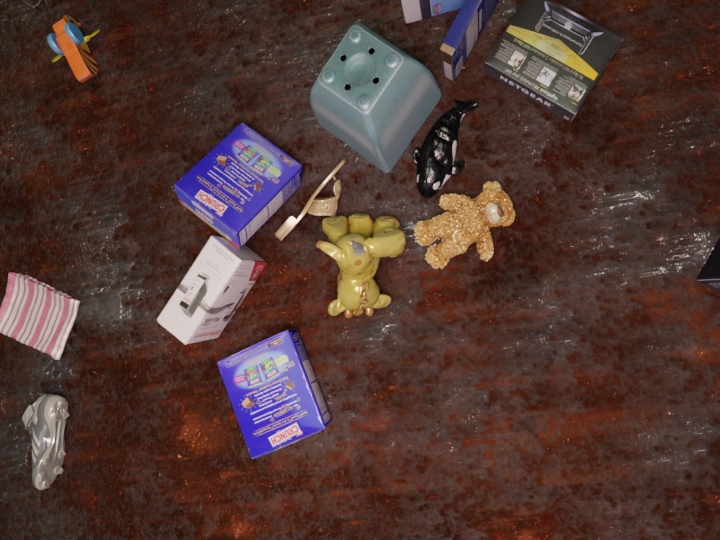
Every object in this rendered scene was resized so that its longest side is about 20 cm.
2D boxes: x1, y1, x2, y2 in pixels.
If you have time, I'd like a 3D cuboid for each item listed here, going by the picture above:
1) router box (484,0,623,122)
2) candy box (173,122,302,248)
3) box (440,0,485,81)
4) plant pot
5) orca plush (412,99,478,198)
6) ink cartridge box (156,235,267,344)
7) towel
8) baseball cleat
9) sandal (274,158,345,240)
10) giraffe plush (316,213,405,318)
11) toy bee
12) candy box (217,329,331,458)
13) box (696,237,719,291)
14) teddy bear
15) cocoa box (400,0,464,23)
[{"bbox_3d":[0.358,-0.403,0.987,0.198,0.052,0.159,35,95,11],"label":"router box"},{"bbox_3d":[-0.241,-0.172,1.056,0.168,0.077,0.201,36,66,11],"label":"candy box"},{"bbox_3d":[0.213,-0.474,0.988,0.032,0.121,0.202,31,94,12],"label":"box"},{"bbox_3d":[0.017,-0.339,0.984,0.195,0.200,0.198,37,95,12],"label":"plant pot"},{"bbox_3d":[0.163,-0.241,1.013,0.105,0.071,0.201,38,95,11],"label":"orca plush"},{"bbox_3d":[-0.294,0.041,1.062,0.082,0.147,0.202,36,96,10],"label":"ink cartridge box"},{"bbox_3d":[-0.754,0.104,1.218,0.197,0.030,0.149,21,93,12],"label":"towel"},{"bbox_3d":[-0.716,0.381,1.186,0.104,0.070,0.205,5,79,19],"label":"baseball cleat"},{"bbox_3d":[-0.082,-0.126,1.072,0.070,0.078,0.212,43,103,-9],"label":"sandal"},{"bbox_3d":[0.000,0.000,1.008,0.169,0.201,0.165,5,118,9],"label":"giraffe plush"},{"bbox_3d":[-0.655,-0.537,1.199,0.128,0.109,0.204,-4,111,4],"label":"toy bee"},{"bbox_3d":[-0.171,0.245,1.054,0.166,0.077,0.203,-23,82,9],"label":"candy box"},{"bbox_3d":[0.717,-0.025,0.860,0.196,0.123,0.203,29,94,10],"label":"box"},{"bbox_3d":[0.199,-0.084,1.001,0.196,0.067,0.148,-11,88,12],"label":"teddy bear"},{"bbox_3d":[0.125,-0.583,0.970,0.128,0.200,0.136,-10,85,11],"label":"cocoa box"}]
